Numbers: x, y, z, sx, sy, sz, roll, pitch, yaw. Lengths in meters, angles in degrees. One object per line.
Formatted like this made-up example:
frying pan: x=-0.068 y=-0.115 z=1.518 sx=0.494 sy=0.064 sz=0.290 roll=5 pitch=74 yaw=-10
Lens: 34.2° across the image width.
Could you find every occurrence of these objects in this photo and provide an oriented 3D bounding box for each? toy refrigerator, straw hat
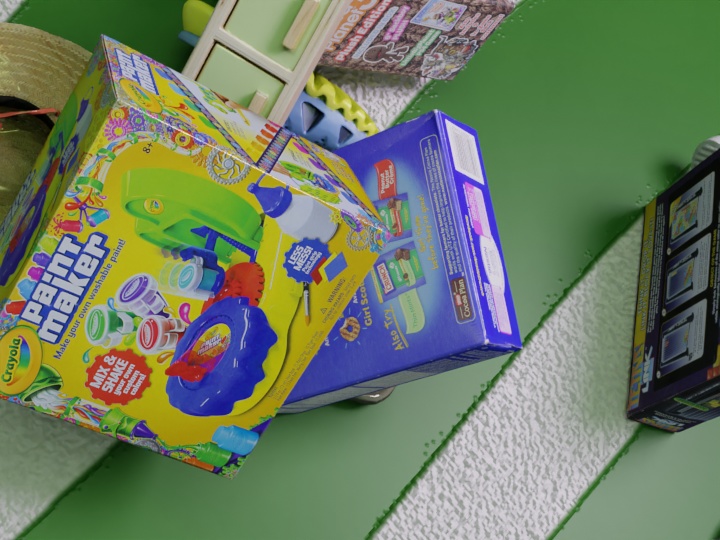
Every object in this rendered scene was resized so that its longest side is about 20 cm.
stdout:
toy refrigerator: x=-0.081 y=-0.131 z=0.812 sx=0.076 sy=0.070 sz=0.201 roll=30 pitch=106 yaw=-4
straw hat: x=-0.258 y=-0.079 z=0.860 sx=0.199 sy=0.085 sz=0.203 roll=2 pitch=64 yaw=-4

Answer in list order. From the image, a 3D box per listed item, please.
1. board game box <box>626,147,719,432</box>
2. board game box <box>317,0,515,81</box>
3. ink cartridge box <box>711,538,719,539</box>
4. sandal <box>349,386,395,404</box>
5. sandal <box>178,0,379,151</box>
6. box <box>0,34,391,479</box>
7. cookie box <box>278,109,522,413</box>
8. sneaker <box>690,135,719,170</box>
board game box: x=0.283 y=0.014 z=0.943 sx=0.056 sy=0.165 sz=0.202 roll=14 pitch=69 yaw=-9
board game box: x=-0.001 y=-0.253 z=0.943 sx=0.199 sy=0.097 sz=0.161 roll=-1 pitch=60 yaw=-36
ink cartridge box: x=0.260 y=0.281 z=0.829 sx=0.043 sy=0.200 sz=0.175 roll=-27 pitch=80 yaw=-24
sandal: x=0.015 y=0.005 z=0.926 sx=0.079 sy=0.057 sz=0.203 roll=18 pitch=73 yaw=-9
sandal: x=-0.071 y=-0.133 z=0.949 sx=0.199 sy=0.080 sz=0.088 roll=30 pitch=98 yaw=-10
box: x=-0.122 y=-0.005 z=0.748 sx=0.191 sy=0.122 sz=0.201 roll=24 pitch=109 yaw=-27
cookie box: x=0.000 y=0.000 z=0.854 sx=0.075 sy=0.199 sz=0.173 roll=16 pitch=60 yaw=-59
sneaker: x=0.378 y=-0.042 z=1.047 sx=0.114 sy=0.073 sz=0.202 roll=-29 pitch=92 yaw=-26
